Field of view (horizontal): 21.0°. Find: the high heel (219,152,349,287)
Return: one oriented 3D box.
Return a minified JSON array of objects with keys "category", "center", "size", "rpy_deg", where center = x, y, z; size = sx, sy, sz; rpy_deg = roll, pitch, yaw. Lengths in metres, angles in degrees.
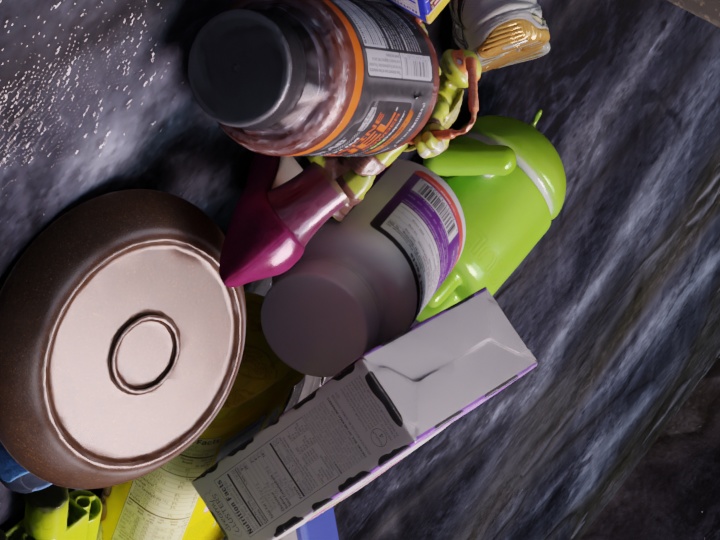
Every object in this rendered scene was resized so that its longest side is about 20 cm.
[{"category":"high heel","center":[-0.071,-0.035,1.301],"size":[0.096,0.067,0.200],"rpy_deg":[-39,-173,-6]}]

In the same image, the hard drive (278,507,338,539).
[{"category":"hard drive","center":[-0.036,0.236,1.536],"size":[0.132,0.025,0.200],"rpy_deg":[-15,95,-81]}]

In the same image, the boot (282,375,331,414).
[{"category":"boot","center":[-0.070,0.128,1.639],"size":[0.200,0.070,0.132],"rpy_deg":[-59,166,25]}]

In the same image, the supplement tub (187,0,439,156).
[{"category":"supplement tub","center":[-0.032,-0.125,1.240],"size":[0.107,0.107,0.200],"rpy_deg":[-61,160,16]}]

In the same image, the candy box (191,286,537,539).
[{"category":"candy box","center":[0.003,0.109,1.387],"size":[0.200,0.072,0.168],"rpy_deg":[-39,172,38]}]

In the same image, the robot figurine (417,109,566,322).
[{"category":"robot figurine","center":[0.096,-0.049,1.657],"size":[0.200,0.116,0.176],"rpy_deg":[-49,161,-18]}]

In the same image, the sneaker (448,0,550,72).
[{"category":"sneaker","center":[0.102,-0.201,1.482],"size":[0.076,0.088,0.200],"rpy_deg":[-18,179,-5]}]

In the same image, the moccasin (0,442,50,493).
[{"category":"moccasin","center":[-0.169,0.075,1.317],"size":[0.200,0.081,0.068],"rpy_deg":[-32,159,-18]}]

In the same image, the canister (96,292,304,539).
[{"category":"canister","center":[-0.125,0.132,1.477],"size":[0.148,0.087,0.200],"rpy_deg":[-34,153,-50]}]

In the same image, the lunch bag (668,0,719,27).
[{"category":"lunch bag","center":[0.385,-0.315,1.828],"size":[0.200,0.164,0.118],"rpy_deg":[-42,152,-33]}]

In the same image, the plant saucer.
[{"category":"plant saucer","center":[-0.145,0.049,1.232],"size":[0.200,0.034,0.201],"rpy_deg":[-18,118,-38]}]

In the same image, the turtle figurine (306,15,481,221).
[{"category":"turtle figurine","center":[0.033,-0.114,1.401],"size":[0.161,0.200,0.064],"rpy_deg":[-40,123,21]}]

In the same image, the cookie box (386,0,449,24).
[{"category":"cookie box","center":[0.058,-0.280,1.238],"size":[0.171,0.075,0.200],"rpy_deg":[-52,161,-13]}]

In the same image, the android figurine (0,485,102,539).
[{"category":"android figurine","center":[-0.255,0.238,1.411],"size":[0.182,0.041,0.200],"rpy_deg":[-40,156,-38]}]

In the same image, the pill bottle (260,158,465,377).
[{"category":"pill bottle","center":[0.000,0.000,1.454],"size":[0.112,0.111,0.200],"rpy_deg":[-66,171,30]}]

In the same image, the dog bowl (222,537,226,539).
[{"category":"dog bowl","center":[-0.138,0.309,1.564],"size":[0.200,0.200,0.079],"rpy_deg":[-32,153,-49]}]
